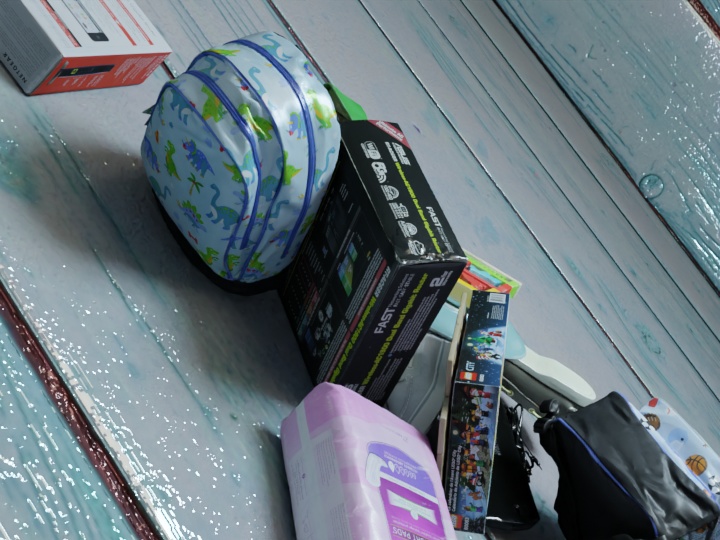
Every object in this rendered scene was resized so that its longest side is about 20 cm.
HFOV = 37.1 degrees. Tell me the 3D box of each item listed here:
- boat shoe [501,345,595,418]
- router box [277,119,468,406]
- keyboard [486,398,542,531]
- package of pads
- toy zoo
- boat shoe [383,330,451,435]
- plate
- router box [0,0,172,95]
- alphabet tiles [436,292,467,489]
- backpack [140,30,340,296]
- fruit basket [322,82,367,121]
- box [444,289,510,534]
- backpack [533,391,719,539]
[{"bbox_3d":[0.158,0.105,1.179,0.201,0.060,0.072,33,20,6],"label":"boat shoe"},{"bbox_3d":[0.000,0.000,0.876,0.062,0.200,0.150,-4,52,-26],"label":"router box"},{"bbox_3d":[0.126,0.181,1.071,0.104,0.040,0.200,13,39,-21],"label":"keyboard"},{"bbox_3d":[0.011,0.187,0.773,0.120,0.076,0.200,30,30,-35],"label":"package of pads"},{"bbox_3d":[0.093,-0.002,1.154,0.131,0.021,0.200,31,14,16],"label":"toy zoo"},{"bbox_3d":[0.043,0.103,0.978,0.068,0.072,0.200,29,30,0],"label":"boat shoe"},{"bbox_3d":[0.091,0.031,1.127,0.199,0.026,0.200,25,14,-7],"label":"plate"},{"bbox_3d":[-0.278,-0.247,0.923,0.200,0.049,0.179,52,22,3],"label":"router box"},{"bbox_3d":[0.079,0.121,0.937,0.006,0.167,0.200,7,24,8],"label":"alphabet tiles"},{"bbox_3d":[-0.094,-0.090,0.837,0.153,0.200,0.164,-17,70,-46],"label":"backpack"},{"bbox_3d":[-0.061,-0.125,1.130,0.199,0.094,0.186,-6,58,-45],"label":"fruit basket"},{"bbox_3d":[0.103,0.117,0.945,0.037,0.137,0.200,7,21,8],"label":"box"},{"bbox_3d":[0.267,0.230,1.031,0.200,0.153,0.191,-120,-159,-46],"label":"backpack"}]
